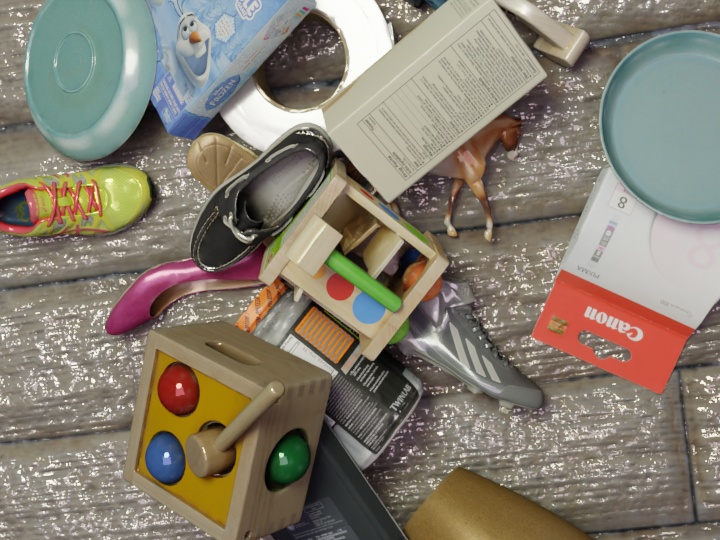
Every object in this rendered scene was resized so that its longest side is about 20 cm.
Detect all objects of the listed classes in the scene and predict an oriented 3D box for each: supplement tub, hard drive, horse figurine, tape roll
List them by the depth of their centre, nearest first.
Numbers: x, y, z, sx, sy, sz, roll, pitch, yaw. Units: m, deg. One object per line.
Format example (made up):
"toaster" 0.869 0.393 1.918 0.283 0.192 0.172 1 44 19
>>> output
"hard drive" -0.053 0.237 1.062 0.139 0.033 0.201 -25 105 34
"tape roll" -0.059 -0.218 1.077 0.200 0.071 0.205 1 95 6
"supplement tub" -0.042 0.107 1.080 0.199 0.123 0.123 39 98 2
"horse figurine" 0.072 -0.105 1.086 0.197 0.050 0.134 5 101 3

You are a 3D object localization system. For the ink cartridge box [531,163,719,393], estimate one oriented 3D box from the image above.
"ink cartridge box" 0.293 0.012 1.076 0.161 0.057 0.202 23 93 3

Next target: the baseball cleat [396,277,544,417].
"baseball cleat" 0.118 0.072 1.087 0.198 0.070 0.107 26 98 2

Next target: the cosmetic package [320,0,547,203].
"cosmetic package" 0.069 -0.173 0.992 0.199 0.071 0.105 -36 119 12

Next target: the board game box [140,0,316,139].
"board game box" -0.161 -0.275 1.029 0.199 0.043 0.201 -41 66 26

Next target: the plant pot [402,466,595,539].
"plant pot" 0.146 0.307 1.065 0.200 0.186 0.187 42 98 14

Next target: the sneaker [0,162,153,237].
"sneaker" -0.323 -0.070 1.107 0.197 0.090 0.079 -11 93 5

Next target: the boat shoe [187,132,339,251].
"boat shoe" -0.101 -0.079 1.096 0.074 0.069 0.200 -43 111 6

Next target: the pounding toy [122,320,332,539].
"pounding toy" -0.122 0.146 0.950 0.199 0.142 0.186 22 106 33

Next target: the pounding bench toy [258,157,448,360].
"pounding bench toy" 0.000 0.000 0.985 0.155 0.200 0.125 37 100 -10

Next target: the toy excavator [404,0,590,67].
"toy excavator" 0.122 -0.287 1.030 0.200 0.194 0.100 39 99 29

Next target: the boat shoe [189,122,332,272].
"boat shoe" -0.103 -0.063 1.022 0.199 0.061 0.074 -39 109 19

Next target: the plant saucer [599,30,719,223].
"plant saucer" 0.338 -0.143 1.036 0.197 0.027 0.203 0 78 -1

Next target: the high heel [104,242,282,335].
"high heel" -0.182 0.028 1.115 0.199 0.067 0.096 -39 80 -5

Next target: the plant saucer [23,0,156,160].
"plant saucer" -0.295 -0.218 1.076 0.198 0.027 0.203 0 89 35
